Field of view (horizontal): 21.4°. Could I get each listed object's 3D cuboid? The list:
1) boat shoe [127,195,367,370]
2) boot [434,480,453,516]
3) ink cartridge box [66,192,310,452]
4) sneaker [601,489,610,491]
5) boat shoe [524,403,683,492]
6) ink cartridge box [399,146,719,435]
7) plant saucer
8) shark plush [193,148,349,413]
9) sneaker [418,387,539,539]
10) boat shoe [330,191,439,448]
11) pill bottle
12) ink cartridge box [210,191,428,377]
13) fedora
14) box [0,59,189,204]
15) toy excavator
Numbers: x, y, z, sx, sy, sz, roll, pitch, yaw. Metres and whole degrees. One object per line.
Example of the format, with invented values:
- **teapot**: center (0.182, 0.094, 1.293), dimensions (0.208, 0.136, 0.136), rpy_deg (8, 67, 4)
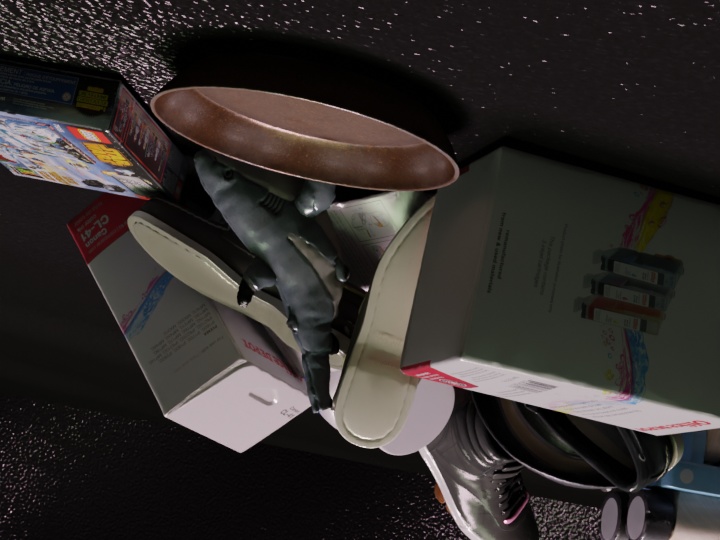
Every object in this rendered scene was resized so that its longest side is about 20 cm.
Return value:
- **boat shoe**: center (-0.079, -0.001, 1.434), dimensions (0.201, 0.061, 0.072), rpy_deg (33, 159, -3)
- **boot**: center (0.103, 0.141, 1.808), dimensions (0.073, 0.155, 0.200), rpy_deg (10, -159, -18)
- **ink cartridge box**: center (-0.137, 0.034, 1.553), dimensions (0.085, 0.200, 0.148), rpy_deg (-34, 153, 10)
- **sneaker**: center (0.225, 0.087, 1.636), dimensions (0.115, 0.201, 0.076), rpy_deg (-24, -151, -1)
- **boat shoe**: center (0.146, 0.083, 1.382), dimensions (0.200, 0.066, 0.074), rpy_deg (50, 134, 1)
- **ink cartridge box**: center (0.151, 0.019, 1.280), dimensions (0.199, 0.145, 0.145), rpy_deg (15, 169, -13)
- **plant saucer**: center (-0.032, -0.095, 1.202), dimensions (0.199, 0.035, 0.200), rpy_deg (12, 168, 2)
- **shark plush**: center (-0.060, 0.002, 1.373), dimensions (0.083, 0.201, 0.091), rpy_deg (-17, -165, -26)
- **sneaker**: center (0.123, 0.180, 1.658), dimensions (0.099, 0.071, 0.200), rpy_deg (-5, 126, 47)
- **boat shoe**: center (0.034, 0.029, 1.380), dimensions (0.072, 0.202, 0.060), rpy_deg (23, -170, -6)
- **pill bottle**: center (-0.009, 0.071, 1.630), dimensions (0.112, 0.112, 0.200), rpy_deg (23, -167, -43)
- **ink cartridge box**: center (0.000, 0.000, 1.475), dimensions (0.199, 0.050, 0.161), rpy_deg (-13, 124, 30)
- **fedora**: center (0.180, 0.068, 1.488), dimensions (0.200, 0.201, 0.092), rpy_deg (14, 142, -7)
- **box**: center (-0.213, -0.100, 1.368), dimensions (0.136, 0.040, 0.200), rpy_deg (12, 169, 10)
- **toy excavator**: center (0.280, 0.134, 1.566), dimensions (0.099, 0.201, 0.194), rpy_deg (9, 170, -13)
